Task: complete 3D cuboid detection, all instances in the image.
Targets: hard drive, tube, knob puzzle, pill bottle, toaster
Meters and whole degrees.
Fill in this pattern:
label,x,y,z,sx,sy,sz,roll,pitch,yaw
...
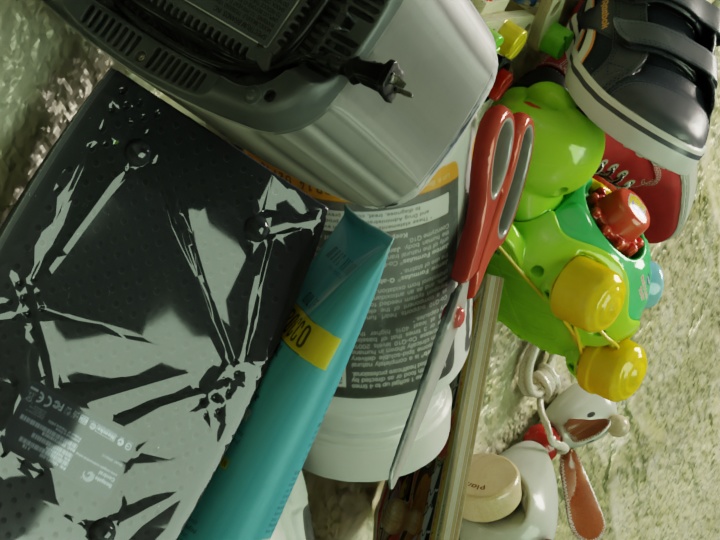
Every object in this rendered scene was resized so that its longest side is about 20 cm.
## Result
label,x,y,z,sx,sy,sz,roll,pitch,yaw
hard drive,-0.109,0.030,0.896,0.135,0.042,0.200,32,75,-25
tube,-0.039,0.067,0.936,0.050,0.077,0.200,25,95,-24
knob puzzle,0.027,0.113,1.196,0.220,0.030,0.220,-165,-90,-82
pill bottle,0.000,0.000,1.055,0.116,0.116,0.200,-38,139,-45
toaster,-0.029,-0.104,0.849,0.114,0.200,0.129,-57,150,-3

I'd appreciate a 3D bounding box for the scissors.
label,x,y,z,sx,sy,sz,roll,pitch,yaw
scissors,0.051,0.013,1.007,0.073,0.014,0.200,42,61,-70

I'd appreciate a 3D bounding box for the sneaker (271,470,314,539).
label,x,y,z,sx,sy,sz,roll,pitch,yaw
sneaker,-0.053,0.168,1.055,0.080,0.074,0.200,-20,83,-43

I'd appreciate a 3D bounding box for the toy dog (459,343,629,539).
label,x,y,z,sx,sy,sz,roll,pitch,yaw
toy dog,0.133,0.144,1.404,0.200,0.096,0.132,-55,149,-26

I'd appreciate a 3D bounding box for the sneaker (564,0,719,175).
label,x,y,z,sx,sy,sz,roll,pitch,yaw
sneaker,0.159,-0.124,1.153,0.079,0.078,0.200,-57,-162,21

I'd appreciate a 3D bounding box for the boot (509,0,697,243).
label,x,y,z,sx,sy,sz,roll,pitch,yaw
boot,0.145,-0.066,1.325,0.144,0.072,0.200,-51,138,-31

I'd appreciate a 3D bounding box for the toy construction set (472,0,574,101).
label,x,y,z,sx,sy,sz,roll,pitch,yaw
toy construction set,0.064,-0.155,1.093,0.200,0.092,0.131,-1,125,-55

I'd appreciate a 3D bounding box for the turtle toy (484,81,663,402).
label,x,y,z,sx,sy,sz,roll,pitch,yaw
turtle toy,0.108,-0.022,1.192,0.101,0.146,0.200,-50,147,-19
